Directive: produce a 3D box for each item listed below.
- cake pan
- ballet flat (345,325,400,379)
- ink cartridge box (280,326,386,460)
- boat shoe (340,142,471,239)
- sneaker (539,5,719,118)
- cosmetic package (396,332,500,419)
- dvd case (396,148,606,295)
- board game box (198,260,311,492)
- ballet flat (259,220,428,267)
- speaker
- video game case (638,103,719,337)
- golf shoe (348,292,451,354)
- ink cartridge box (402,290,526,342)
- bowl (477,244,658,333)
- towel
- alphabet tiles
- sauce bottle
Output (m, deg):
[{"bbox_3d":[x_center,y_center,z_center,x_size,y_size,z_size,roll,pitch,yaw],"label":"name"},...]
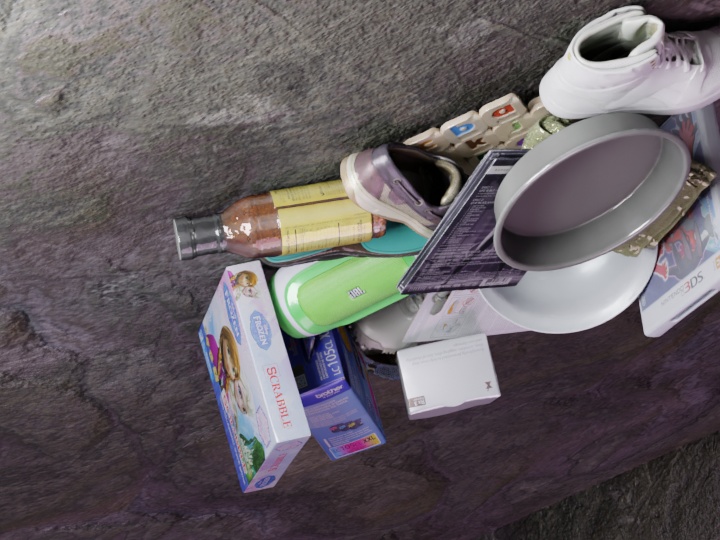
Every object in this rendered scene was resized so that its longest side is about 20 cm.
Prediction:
[{"bbox_3d":[0.209,-0.074,1.520,0.200,0.037,0.201,-18,148,-12],"label":"cake pan"},{"bbox_3d":[0.026,0.097,2.078,0.074,0.074,0.200,-29,161,29],"label":"ballet flat"},{"bbox_3d":[-0.045,0.113,1.887,0.076,0.137,0.200,-22,145,7],"label":"ink cartridge box"},{"bbox_3d":[0.070,-0.075,1.544,0.200,0.072,0.065,17,150,-42],"label":"boat shoe"},{"bbox_3d":[0.268,-0.189,1.457,0.199,0.074,0.116,-13,165,-13],"label":"sneaker"},{"bbox_3d":[0.103,0.130,1.975,0.112,0.081,0.200,-12,172,-2],"label":"cosmetic package"},{"bbox_3d":[0.137,-0.047,1.567,0.148,0.016,0.200,-4,144,-34],"label":"dvd case"},{"bbox_3d":[-0.119,0.119,1.781,0.041,0.201,0.200,-11,160,-19],"label":"board game box"},{"bbox_3d":[-0.011,-0.045,1.629,0.199,0.068,0.068,-5,-173,-8],"label":"ballet flat"},{"bbox_3d":[0.000,0.000,1.731,0.200,0.089,0.088,-27,160,24],"label":"speaker"},{"bbox_3d":[0.329,-0.056,1.706,0.023,0.201,0.182,3,156,-19],"label":"video game case"},{"bbox_3d":[0.079,0.037,1.974,0.199,0.078,0.097,-14,145,-31],"label":"golf shoe"},{"bbox_3d":[0.151,0.011,1.908,0.199,0.050,0.162,-2,138,-30],"label":"ink cartridge box"},{"bbox_3d":[0.210,-0.040,1.746,0.200,0.090,0.202,-1,119,-2],"label":"bowl"},{"bbox_3d":[0.235,-0.082,1.622,0.199,0.037,0.148,14,141,-17],"label":"towel"},{"bbox_3d":[0.119,-0.121,1.605,0.199,0.015,0.196,-23,162,14],"label":"alphabet tiles"},{"bbox_3d":[-0.076,-0.046,1.553,0.199,0.066,0.066,-8,161,-8],"label":"sauce bottle"}]
